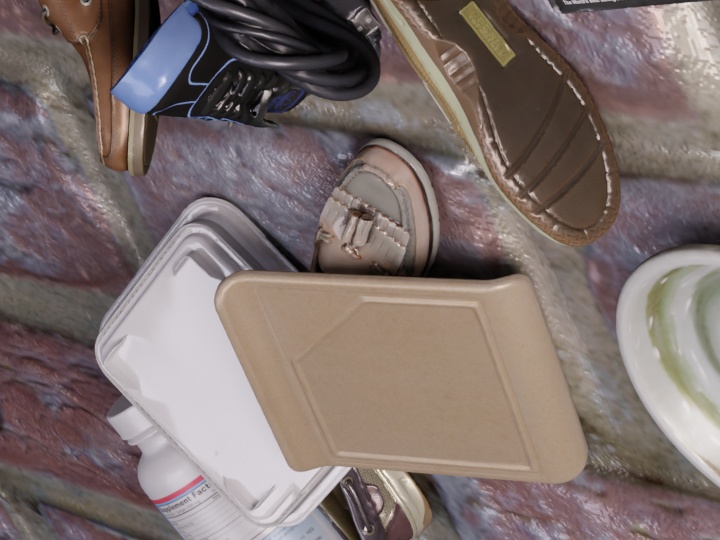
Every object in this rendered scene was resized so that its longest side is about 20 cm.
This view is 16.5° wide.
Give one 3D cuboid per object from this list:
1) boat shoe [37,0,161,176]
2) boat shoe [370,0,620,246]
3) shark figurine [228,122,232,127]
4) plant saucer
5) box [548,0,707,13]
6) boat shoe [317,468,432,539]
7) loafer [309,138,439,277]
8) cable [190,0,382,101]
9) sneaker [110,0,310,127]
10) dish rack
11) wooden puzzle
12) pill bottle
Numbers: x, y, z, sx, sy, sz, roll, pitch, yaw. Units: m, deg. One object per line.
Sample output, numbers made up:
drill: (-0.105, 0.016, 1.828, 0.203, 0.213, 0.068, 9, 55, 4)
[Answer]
boat shoe: (-0.150, -0.153, 1.428, 0.068, 0.201, 0.072, -1, 173, -1)
boat shoe: (0.068, -0.101, 1.337, 0.200, 0.072, 0.076, 58, 163, -7)
shark figurine: (-0.143, -0.186, 1.501, 0.214, 0.128, 0.089, 30, 177, -8)
plant saucer: (0.231, 0.056, 1.328, 0.200, 0.050, 0.200, 31, 147, 23)
box: (0.126, -0.213, 1.132, 0.200, 0.048, 0.193, 2, 132, 49)
boat shoe: (-0.035, 0.120, 1.724, 0.200, 0.065, 0.072, 49, 152, -4)
loafer: (0.000, 0.000, 1.535, 0.072, 0.063, 0.200, 36, 149, 15)
cable: (-0.067, -0.165, 1.339, 0.051, 0.163, 0.200, -40, 93, 22)
sneaker: (-0.070, -0.114, 1.382, 0.078, 0.200, 0.070, 42, 115, 1)
dish rack: (-0.085, 0.070, 1.670, 0.200, 0.044, 0.172, 44, 122, 7)
wooden puzzle: (0.028, 0.062, 1.534, 0.199, 0.037, 0.185, -1, 137, 20)
pill bottle: (-0.090, 0.156, 1.794, 0.200, 0.109, 0.109, 52, 150, -10)
